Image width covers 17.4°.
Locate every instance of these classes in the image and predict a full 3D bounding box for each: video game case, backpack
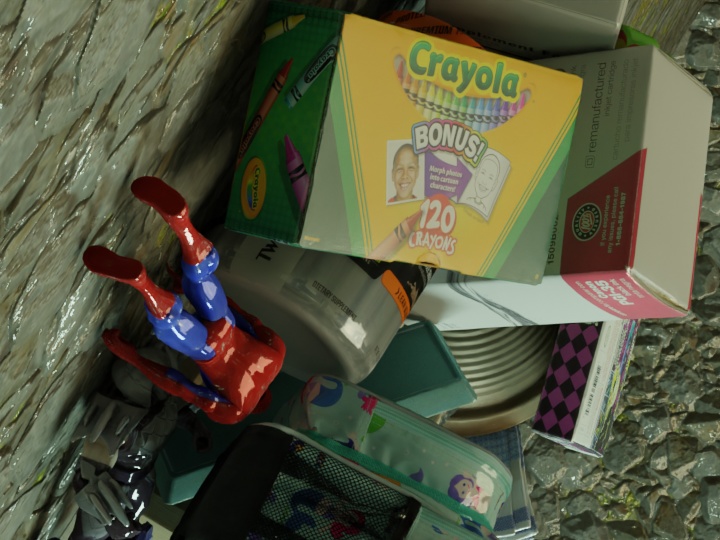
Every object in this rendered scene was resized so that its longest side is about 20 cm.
[{"bbox_3d":[0.174,0.029,1.674,0.181,0.036,0.201,29,76,-75],"label":"video game case"},{"bbox_3d":[0.007,0.156,1.297,0.151,0.200,0.178,-58,-178,-17],"label":"backpack"}]

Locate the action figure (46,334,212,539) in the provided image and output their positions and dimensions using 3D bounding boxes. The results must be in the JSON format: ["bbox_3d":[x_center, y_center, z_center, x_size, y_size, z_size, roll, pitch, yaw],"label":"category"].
[{"bbox_3d":[-0.130,0.117,1.315,0.130,0.069,0.200,-38,154,-52],"label":"action figure"}]

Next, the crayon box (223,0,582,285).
[{"bbox_3d":[0.027,-0.064,1.237,0.200,0.058,0.119,8,94,-47],"label":"crayon box"}]

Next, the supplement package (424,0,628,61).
[{"bbox_3d":[0.108,-0.181,1.465,0.200,0.119,0.122,94,13,-72],"label":"supplement package"}]

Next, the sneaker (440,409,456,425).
[{"bbox_3d":[-0.011,0.085,1.660,0.075,0.087,0.200,-35,-164,-32],"label":"sneaker"}]

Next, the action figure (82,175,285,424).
[{"bbox_3d":[-0.100,0.016,1.201,0.065,0.099,0.200,-55,148,-15],"label":"action figure"}]

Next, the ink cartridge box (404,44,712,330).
[{"bbox_3d":[0.102,-0.046,1.425,0.083,0.200,0.147,30,63,-49],"label":"ink cartridge box"}]

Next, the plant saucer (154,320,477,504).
[{"bbox_3d":[-0.034,0.081,1.415,0.199,0.070,0.019,-18,135,-11],"label":"plant saucer"}]

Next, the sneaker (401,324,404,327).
[{"bbox_3d":[0.000,0.000,1.565,0.115,0.076,0.201,-34,164,-30],"label":"sneaker"}]

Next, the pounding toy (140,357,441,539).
[{"bbox_3d":[-0.037,0.128,1.497,0.200,0.184,0.142,-57,171,-24],"label":"pounding toy"}]

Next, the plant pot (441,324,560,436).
[{"bbox_3d":[0.071,0.013,1.730,0.201,0.200,0.093,-56,163,-27],"label":"plant pot"}]

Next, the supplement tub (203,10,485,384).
[{"bbox_3d":[-0.001,-0.043,1.346,0.200,0.122,0.123,-58,172,-20],"label":"supplement tub"}]

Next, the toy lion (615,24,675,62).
[{"bbox_3d":[0.137,-0.065,1.590,0.191,0.069,0.201,-1,-107,54],"label":"toy lion"}]

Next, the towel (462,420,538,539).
[{"bbox_3d":[0.048,0.122,1.744,0.024,0.146,0.201,68,13,-57],"label":"towel"}]
